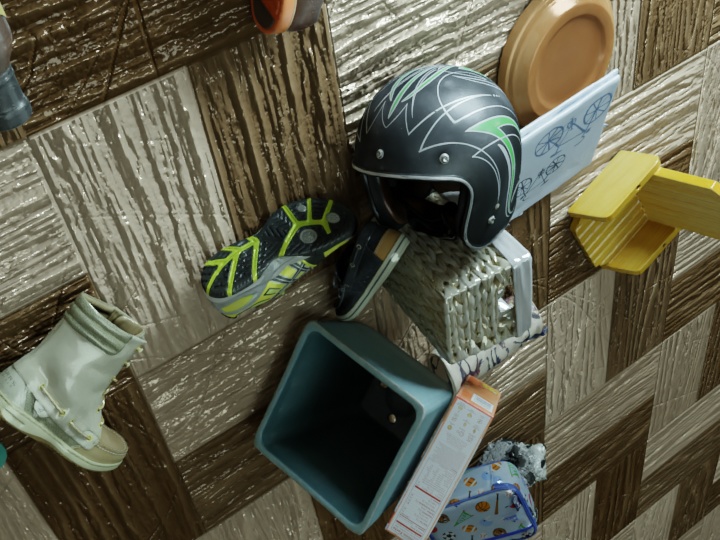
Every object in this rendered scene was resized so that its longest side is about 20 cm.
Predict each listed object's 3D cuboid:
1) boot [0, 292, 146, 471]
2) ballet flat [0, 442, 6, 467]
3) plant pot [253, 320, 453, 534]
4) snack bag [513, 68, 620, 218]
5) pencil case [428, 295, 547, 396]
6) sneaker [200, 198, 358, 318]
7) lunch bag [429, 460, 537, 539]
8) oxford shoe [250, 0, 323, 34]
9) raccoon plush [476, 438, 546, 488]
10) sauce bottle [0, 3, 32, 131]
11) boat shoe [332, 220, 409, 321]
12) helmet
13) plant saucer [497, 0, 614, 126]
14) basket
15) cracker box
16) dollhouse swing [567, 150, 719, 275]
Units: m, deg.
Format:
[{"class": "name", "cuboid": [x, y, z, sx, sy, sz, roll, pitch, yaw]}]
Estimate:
[{"class": "boot", "cuboid": [-0.284, 0.124, 0.958, 0.155, 0.072, 0.200, -47, 139, -6]}, {"class": "ballet flat", "cuboid": [-0.424, 0.178, 0.874, 0.067, 0.070, 0.201, -43, 139, -6]}, {"class": "plant pot", "cuboid": [0.016, 0.189, 1.182, 0.199, 0.195, 0.199, -7, 127, -59]}, {"class": "snack bag", "cuboid": [0.272, -0.166, 1.225, 0.187, 0.021, 0.201, -35, 154, -16]}, {"class": "pencil case", "cuboid": [0.193, 0.116, 1.361, 0.198, 0.078, 0.091, -32, 122, -19]}, {"class": "sneaker", "cuboid": [-0.092, -0.016, 1.027, 0.198, 0.076, 0.077, -27, 150, -14]}, {"class": "lunch bag", "cuboid": [0.209, 0.421, 1.535, 0.197, 0.076, 0.162, -19, 121, 16]}, {"class": "oxford shoe", "cuboid": [-0.047, -0.320, 0.826, 0.072, 0.071, 0.202, -15, 142, -38]}, {"class": "raccoon plush", "cuboid": [0.256, 0.376, 1.640, 0.197, 0.098, 0.134, -24, 157, 17]}, {"class": "sauce bottle", "cuboid": [-0.313, -0.203, 0.686, 0.064, 0.065, 0.202, -28, 137, -21]}, {"class": "boat shoe", "cuboid": [0.000, 0.000, 1.085, 0.075, 0.062, 0.200, -57, -179, -30]}, {"class": "helmet", "cuboid": [0.087, -0.135, 0.995, 0.199, 0.200, 0.192, -35, 128, -14]}, {"class": "plant saucer", "cuboid": [0.264, -0.277, 1.155, 0.198, 0.037, 0.203, -23, 133, -26]}, {"class": "basket", "cuboid": [0.110, 0.000, 1.112, 0.122, 0.200, 0.137, -26, 135, -16]}, {"class": "cracker box", "cuboid": [0.111, 0.247, 1.153, 0.202, 0.057, 0.134, -63, 170, 11]}, {"class": "dollhouse swing", "cuboid": [0.467, -0.063, 1.391, 0.182, 0.176, 0.200, -48, 140, 0]}]
